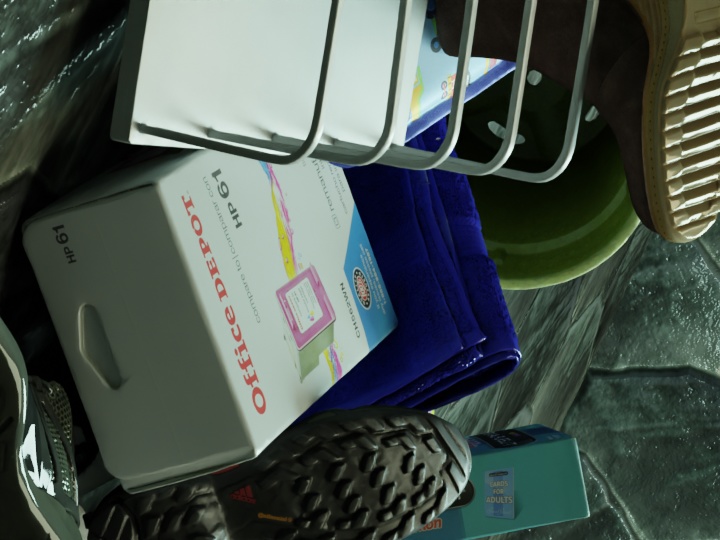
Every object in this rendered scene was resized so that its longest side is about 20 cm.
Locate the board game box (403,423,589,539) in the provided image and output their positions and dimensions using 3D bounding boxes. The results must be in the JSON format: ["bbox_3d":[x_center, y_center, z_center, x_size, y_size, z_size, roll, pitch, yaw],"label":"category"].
[{"bbox_3d":[0.017,0.128,1.479,0.151,0.199,0.047,172,-93,-86],"label":"board game box"}]

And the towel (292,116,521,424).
[{"bbox_3d":[0.000,0.000,1.468,0.050,0.147,0.200,44,24,-47],"label":"towel"}]

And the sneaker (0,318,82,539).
[{"bbox_3d":[-0.178,0.064,1.194,0.114,0.076,0.200,-111,-179,-53],"label":"sneaker"}]

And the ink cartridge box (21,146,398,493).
[{"bbox_3d":[-0.071,0.005,1.326,0.200,0.084,0.145,-40,111,-61],"label":"ink cartridge box"}]

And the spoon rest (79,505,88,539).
[{"bbox_3d":[-0.196,0.217,1.417,0.200,0.060,0.099,-61,166,-14],"label":"spoon rest"}]

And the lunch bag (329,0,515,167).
[{"bbox_3d":[0.015,-0.156,1.396,0.200,0.094,0.151,-42,122,-49],"label":"lunch bag"}]

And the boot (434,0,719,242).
[{"bbox_3d":[0.110,-0.113,1.329,0.072,0.166,0.201,-5,93,-44],"label":"boot"}]

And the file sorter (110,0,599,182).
[{"bbox_3d":[0.003,-0.116,1.241,0.200,0.124,0.139,1,100,-50],"label":"file sorter"}]

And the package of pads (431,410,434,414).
[{"bbox_3d":[-0.029,0.072,1.610,0.068,0.154,0.200,-60,167,-29],"label":"package of pads"}]

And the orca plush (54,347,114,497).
[{"bbox_3d":[-0.124,0.056,1.382,0.200,0.105,0.071,-27,106,-41],"label":"orca plush"}]

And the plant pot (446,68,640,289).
[{"bbox_3d":[0.112,-0.111,1.822,0.184,0.200,0.201,-64,175,-69],"label":"plant pot"}]

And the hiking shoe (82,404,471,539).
[{"bbox_3d":[-0.045,0.105,1.339,0.101,0.199,0.076,-133,-147,-73],"label":"hiking shoe"}]
